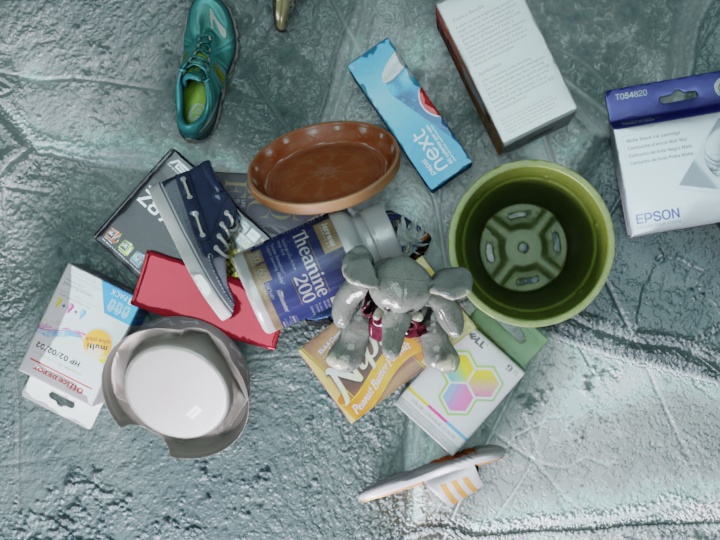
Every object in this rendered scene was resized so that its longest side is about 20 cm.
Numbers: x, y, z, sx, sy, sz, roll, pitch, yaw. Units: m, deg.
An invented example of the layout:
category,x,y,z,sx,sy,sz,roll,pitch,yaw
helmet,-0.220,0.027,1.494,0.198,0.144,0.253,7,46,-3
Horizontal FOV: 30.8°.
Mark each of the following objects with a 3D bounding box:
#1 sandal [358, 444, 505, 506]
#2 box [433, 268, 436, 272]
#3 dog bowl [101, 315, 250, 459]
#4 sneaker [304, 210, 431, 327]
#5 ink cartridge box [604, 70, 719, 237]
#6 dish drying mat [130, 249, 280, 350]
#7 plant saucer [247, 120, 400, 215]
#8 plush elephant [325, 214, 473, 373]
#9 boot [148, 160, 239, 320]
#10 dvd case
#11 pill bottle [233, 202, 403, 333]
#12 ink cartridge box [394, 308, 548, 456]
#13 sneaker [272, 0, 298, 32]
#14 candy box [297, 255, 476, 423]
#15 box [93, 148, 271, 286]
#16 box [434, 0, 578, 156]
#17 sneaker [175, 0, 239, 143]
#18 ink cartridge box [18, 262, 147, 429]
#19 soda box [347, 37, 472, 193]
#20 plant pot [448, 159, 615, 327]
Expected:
category,x,y,z,sx,sy,sz,roll,pitch,yaw
sandal,0.100,0.283,1.717,0.206,0.079,0.059,-21,89,12
box,0.032,0.075,1.717,0.049,0.082,0.200,41,92,5
dog bowl,-0.235,0.149,1.710,0.199,0.059,0.201,5,118,9
sneaker,0.000,0.000,1.733,0.200,0.075,0.078,-41,75,-4
ink cartridge box,0.433,-0.157,1.712,0.199,0.041,0.201,-10,89,4
dish drying mat,-0.195,0.040,1.706,0.199,0.018,0.077,18,91,1
plant saucer,-0.046,-0.129,1.685,0.199,0.201,0.032,-8,126,4
plush elephant,0.045,0.039,1.533,0.164,0.155,0.201,8,96,3
boot,-0.189,-0.042,1.670,0.090,0.073,0.201,-28,81,-2
dvd case,-0.134,-0.055,1.763,0.199,0.016,0.150,4,89,4
pill bottle,-0.050,-0.008,1.646,0.199,0.111,0.111,-24,88,-2
ink cartridge box,0.148,0.133,1.719,0.104,0.059,0.200,42,92,4
sneaker,-0.059,-0.407,1.738,0.088,0.077,0.201,21,93,-4
candy box,0.034,0.086,1.647,0.200,0.055,0.116,-37,86,3
box,-0.228,-0.036,1.738,0.200,0.049,0.161,43,91,1
box,0.185,-0.263,1.675,0.106,0.152,0.201,-26,87,4
sneaker,-0.208,-0.270,1.739,0.077,0.080,0.201,6,89,4
ink cartridge box,-0.376,0.104,1.751,0.115,0.068,0.201,25,91,4
soda box,0.066,-0.204,1.727,0.068,0.064,0.200,-34,88,3
plant pot,0.209,-0.032,1.652,0.199,0.190,0.201,0,90,3
